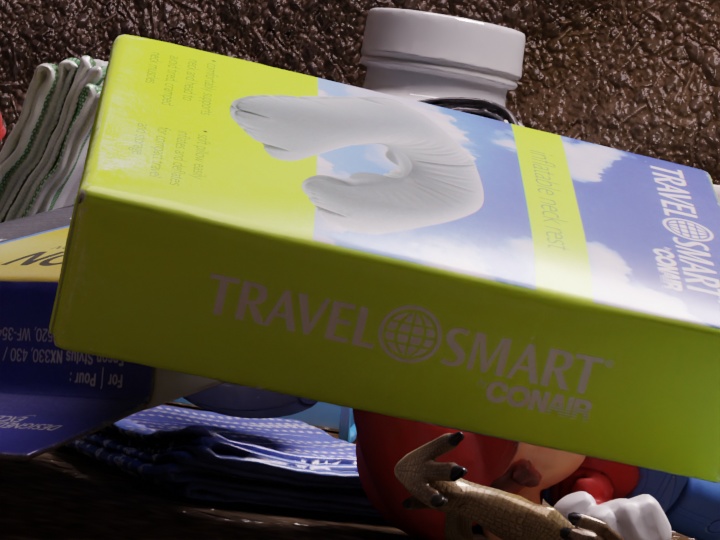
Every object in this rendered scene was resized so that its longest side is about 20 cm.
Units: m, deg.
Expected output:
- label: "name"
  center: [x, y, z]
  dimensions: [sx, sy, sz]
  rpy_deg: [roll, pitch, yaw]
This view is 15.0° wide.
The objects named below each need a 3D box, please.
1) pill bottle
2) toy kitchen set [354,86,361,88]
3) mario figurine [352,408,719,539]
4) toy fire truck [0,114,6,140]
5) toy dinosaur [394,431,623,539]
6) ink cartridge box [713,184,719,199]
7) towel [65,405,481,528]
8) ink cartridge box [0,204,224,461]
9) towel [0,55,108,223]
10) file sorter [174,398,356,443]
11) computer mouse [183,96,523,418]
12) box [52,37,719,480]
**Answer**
- label: "pill bottle"
  center: [0.027, -0.028, 1.388]
  dimensions: [0.112, 0.201, 0.112]
  rpy_deg: [9, 1, 0]
- label: "toy kitchen set"
  center: [0.005, -0.017, 1.564]
  dimensions: [0.199, 0.164, 0.180]
  rpy_deg: [11, 2, 29]
- label: "mario figurine"
  center: [0.086, 0.046, 0.908]
  dimensions: [0.199, 0.106, 0.123]
  rpy_deg: [10, 3, -40]
- label: "toy fire truck"
  center: [-0.213, -0.016, 1.368]
  dimensions: [0.049, 0.141, 0.200]
  rpy_deg: [11, 42, 22]
- label: "toy dinosaur"
  center: [0.049, 0.083, 0.643]
  dimensions: [0.101, 0.058, 0.200]
  rpy_deg: [28, -8, -35]
- label: "ink cartridge box"
  center: [0.279, 0.037, 1.530]
  dimensions: [0.200, 0.147, 0.084]
  rpy_deg: [11, 4, 44]
- label: "towel"
  center: [-0.041, 0.063, 1.005]
  dimensions: [0.144, 0.024, 0.200]
  rpy_deg: [9, 1, -27]
- label: "ink cartridge box"
  center: [-0.092, 0.010, 0.861]
  dimensions: [0.197, 0.047, 0.200]
  rpy_deg: [1, 11, 44]
- label: "towel"
  center: [-0.129, -0.018, 1.088]
  dimensions: [0.031, 0.150, 0.200]
  rpy_deg: [31, 5, 2]
- label: "file sorter"
  center: [0.008, 0.009, 1.185]
  dimensions: [0.199, 0.139, 0.123]
  rpy_deg: [9, 5, 5]
- label: "computer mouse"
  center: [0.000, 0.000, 1.062]
  dimensions: [0.140, 0.046, 0.200]
  rpy_deg: [1, 38, 5]
- label: "box"
  center: [0.023, -0.002, 0.735]
  dimensions: [0.199, 0.048, 0.122]
  rpy_deg: [12, 23, -6]
